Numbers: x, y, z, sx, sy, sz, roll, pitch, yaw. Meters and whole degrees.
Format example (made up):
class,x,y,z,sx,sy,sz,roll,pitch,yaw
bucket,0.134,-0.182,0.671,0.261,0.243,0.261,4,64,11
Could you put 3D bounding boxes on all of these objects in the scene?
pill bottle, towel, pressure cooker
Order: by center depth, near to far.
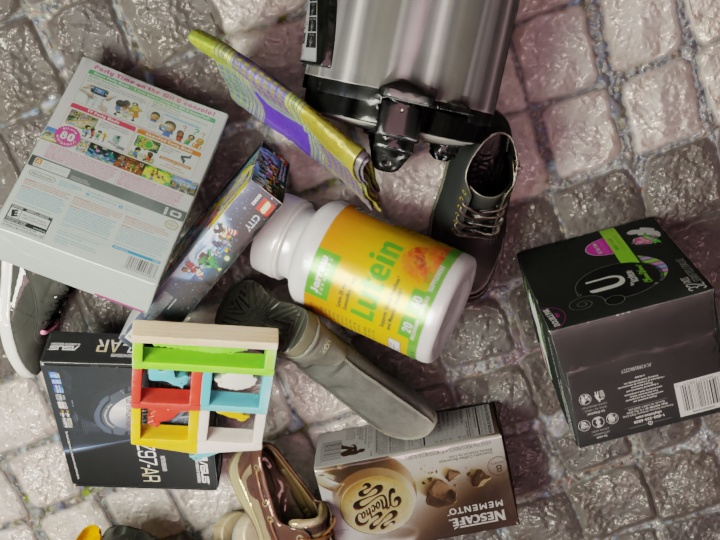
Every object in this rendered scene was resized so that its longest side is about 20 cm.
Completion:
class,x,y,z,sx,sy,sz,roll,pitch,yaw
pressure cooker,0.041,-0.184,0.883,0.178,0.176,0.200,20,103,39
towel,-0.060,-0.131,0.905,0.200,0.144,0.023,39,86,12
pill bottle,0.000,0.000,0.979,0.200,0.111,0.111,24,110,14

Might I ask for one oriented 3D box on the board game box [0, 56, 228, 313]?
class,x,y,z,sx,sy,sz,roll,pitch,yaw
board game box,-0.223,-0.080,0.928,0.147,0.200,0.064,22,149,-7

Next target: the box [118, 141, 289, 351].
class,x,y,z,sx,sy,sz,roll,pitch,yaw
box,-0.146,-0.022,0.977,0.038,0.137,0.200,38,106,-14

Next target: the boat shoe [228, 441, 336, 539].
class,x,y,z,sx,sy,sz,roll,pitch,yaw
boat shoe,-0.063,0.265,1.050,0.072,0.072,0.200,-33,84,50

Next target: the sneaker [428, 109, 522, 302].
class,x,y,z,sx,sy,sz,roll,pitch,yaw
sneaker,0.108,-0.050,0.981,0.075,0.106,0.200,3,110,-1

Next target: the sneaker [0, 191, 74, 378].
class,x,y,z,sx,sy,sz,roll,pitch,yaw
sneaker,-0.302,0.019,1.027,0.099,0.071,0.200,6,106,3

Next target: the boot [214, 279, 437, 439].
class,x,y,z,sx,sy,sz,roll,pitch,yaw
boot,-0.035,0.094,1.045,0.200,0.182,0.073,32,85,-39

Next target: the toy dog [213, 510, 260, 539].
class,x,y,z,sx,sy,sz,roll,pitch,yaw
toy dog,-0.080,0.332,1.131,0.096,0.132,0.200,-30,117,-30

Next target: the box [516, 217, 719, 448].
class,x,y,z,sx,sy,sz,roll,pitch,yaw
box,0.244,0.051,0.968,0.148,0.200,0.125,-15,110,5

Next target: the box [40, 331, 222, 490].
class,x,y,z,sx,sy,sz,roll,pitch,yaw
box,-0.229,0.148,1.053,0.160,0.044,0.200,2,132,0

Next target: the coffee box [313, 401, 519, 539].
class,x,y,z,sx,sy,sz,roll,pitch,yaw
coffee box,0.061,0.223,1.095,0.200,0.080,0.113,-11,109,5

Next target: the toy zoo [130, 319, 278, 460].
class,x,y,z,sx,sy,sz,roll,pitch,yaw
toy zoo,-0.152,0.122,0.974,0.131,0.020,0.200,5,136,-9

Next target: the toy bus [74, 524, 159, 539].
class,x,y,z,sx,sy,sz,roll,pitch,yaw
toy bus,-0.224,0.385,1.119,0.200,0.136,0.192,14,147,5
